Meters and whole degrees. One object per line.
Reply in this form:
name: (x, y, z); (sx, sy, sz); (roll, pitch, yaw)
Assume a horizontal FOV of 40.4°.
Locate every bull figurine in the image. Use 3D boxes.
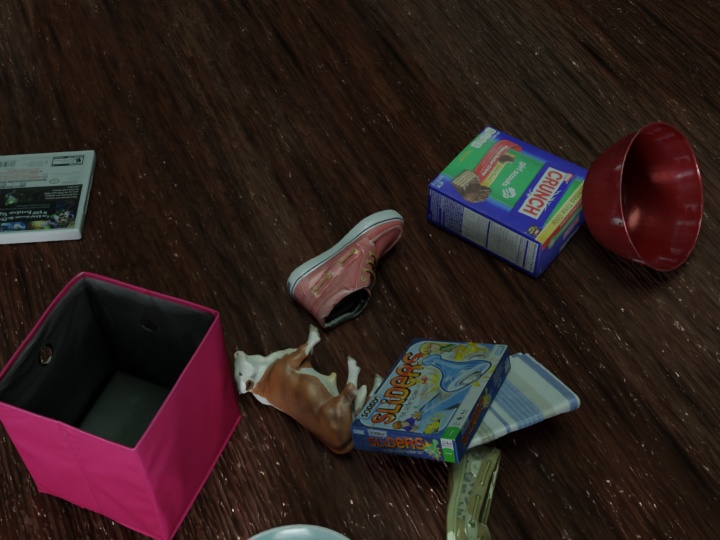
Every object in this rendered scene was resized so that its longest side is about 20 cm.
bull figurine: (-0.067, 0.141, 1.226); (0.198, 0.065, 0.123); (34, 89, 21)

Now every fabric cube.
fabric cube: (-0.276, 0.157, 1.144); (0.196, 0.202, 0.198); (15, 51, 16)

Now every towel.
towel: (0.152, 0.164, 1.194); (0.196, 0.024, 0.147); (-19, 24, -15)

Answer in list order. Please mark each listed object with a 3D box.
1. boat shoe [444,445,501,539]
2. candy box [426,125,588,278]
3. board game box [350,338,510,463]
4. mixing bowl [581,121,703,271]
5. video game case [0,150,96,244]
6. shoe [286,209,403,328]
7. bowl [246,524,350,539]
boat shoe: (0.127, 0.278, 1.098); (0.061, 0.074, 0.203); (1, 47, 7)
candy box: (0.222, -0.105, 1.434); (0.198, 0.078, 0.169); (29, 55, 25)
board game box: (0.089, 0.151, 1.179); (0.133, 0.035, 0.200); (1, 28, 27)
mixing bowl: (0.380, -0.099, 1.368); (0.107, 0.202, 0.200); (-2, 35, 50)
video game case: (-0.520, -0.114, 1.520); (0.195, 0.024, 0.184); (-3, 48, -1)
shoe: (0.000, 0.000, 1.361); (0.198, 0.072, 0.091); (-34, 56, -18)
bowl: (-0.064, 0.375, 0.993); (0.196, 0.106, 0.203); (-6, 45, 6)
